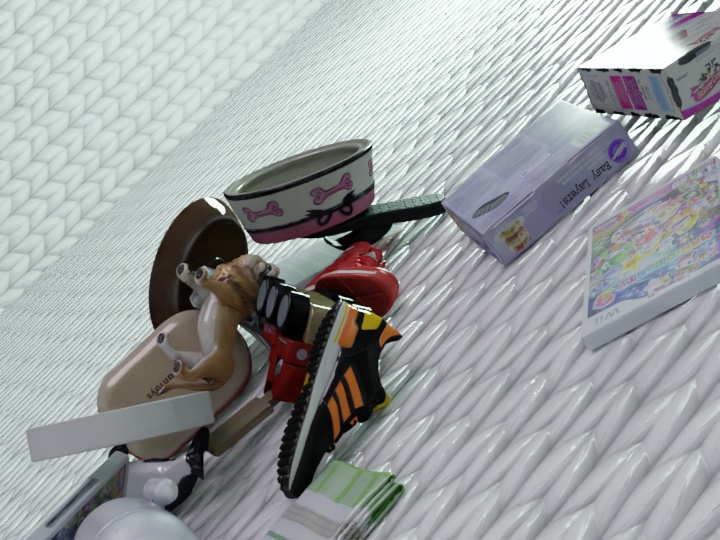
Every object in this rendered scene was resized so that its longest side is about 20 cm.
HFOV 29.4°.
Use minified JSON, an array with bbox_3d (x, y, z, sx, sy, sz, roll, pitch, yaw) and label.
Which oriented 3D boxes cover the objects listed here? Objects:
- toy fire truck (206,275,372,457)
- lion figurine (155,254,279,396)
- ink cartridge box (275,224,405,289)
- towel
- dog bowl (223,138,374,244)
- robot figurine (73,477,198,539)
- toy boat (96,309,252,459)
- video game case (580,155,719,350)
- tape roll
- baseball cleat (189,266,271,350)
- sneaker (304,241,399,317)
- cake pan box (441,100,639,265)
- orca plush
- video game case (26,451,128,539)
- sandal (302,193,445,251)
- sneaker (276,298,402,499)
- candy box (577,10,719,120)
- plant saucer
[{"bbox_3d":[-0.085,0.117,1.489,0.176,0.127,0.202,-155,78,-72],"label":"toy fire truck"},{"bbox_3d":[-0.162,0.067,1.561,0.072,0.122,0.202,3,68,44],"label":"lion figurine"},{"bbox_3d":[-0.043,-0.002,1.804,0.198,0.048,0.160,-27,14,-13],"label":"ink cartridge box"},{"bbox_3d":[-0.062,0.248,1.223,0.200,0.031,0.149,-47,19,-20],"label":"towel"},{"bbox_3d":[-0.069,-0.097,1.725,0.198,0.075,0.200,-18,14,4],"label":"dog bowl"},{"bbox_3d":[-0.212,0.278,1.303,0.200,0.112,0.172,176,108,-71],"label":"robot figurine"},{"bbox_3d":[-0.224,0.145,1.707,0.200,0.131,0.131,-42,-12,-7],"label":"toy boat"},{"bbox_3d":[0.262,-0.019,1.220,0.142,0.018,0.201,-31,20,26],"label":"video game case"},{"bbox_3d":[-0.255,0.166,1.462,0.200,0.037,0.203,-12,-5,-1],"label":"tape roll"},{"bbox_3d":[-0.139,0.053,1.653,0.199,0.106,0.070,28,106,46],"label":"baseball cleat"},{"bbox_3d":[0.000,0.000,1.624,0.199,0.079,0.116,-11,34,55],"label":"sneaker"},{"bbox_3d":[0.195,-0.104,1.516,0.200,0.052,0.184,-41,19,-1],"label":"cake pan box"},{"bbox_3d":[-0.226,0.231,1.539,0.200,0.106,0.071,-42,-21,30],"label":"orca plush"},{"bbox_3d":[-0.295,0.292,1.387,0.200,0.018,0.145,-47,-29,-59],"label":"video game case"},{"bbox_3d":[0.013,-0.053,1.719,0.198,0.049,0.075,-10,16,11],"label":"sandal"},{"bbox_3d":[-0.016,0.134,1.347,0.070,0.089,0.202,144,144,-71],"label":"sneaker"},{"bbox_3d":[0.334,-0.218,1.445,0.136,0.061,0.200,-30,15,-10],"label":"candy box"},{"bbox_3d":[-0.200,0.007,1.768,0.034,0.202,0.201,16,49,25],"label":"plant saucer"}]
